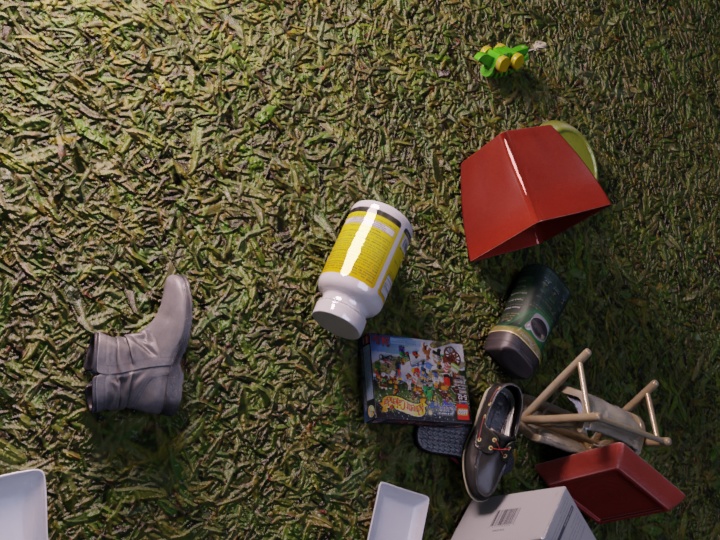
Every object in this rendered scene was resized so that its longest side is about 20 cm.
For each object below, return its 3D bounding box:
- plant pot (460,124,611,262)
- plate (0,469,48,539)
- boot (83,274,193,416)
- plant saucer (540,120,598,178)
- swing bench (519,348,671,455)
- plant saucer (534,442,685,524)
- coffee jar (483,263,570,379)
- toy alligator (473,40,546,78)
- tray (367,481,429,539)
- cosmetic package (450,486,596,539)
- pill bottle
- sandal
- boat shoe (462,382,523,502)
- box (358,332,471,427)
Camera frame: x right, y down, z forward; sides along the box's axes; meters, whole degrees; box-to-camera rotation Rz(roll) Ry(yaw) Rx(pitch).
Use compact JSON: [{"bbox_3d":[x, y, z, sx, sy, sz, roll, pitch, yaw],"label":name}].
[{"bbox_3d":[0.292,-0.148,1.513,0.196,0.199,0.180,-14,79,-34],"label":"plant pot"},{"bbox_3d":[-0.475,0.356,1.007,0.196,0.032,0.205,-3,85,-34],"label":"plate"},{"bbox_3d":[-0.303,0.095,1.146,0.129,0.069,0.205,11,72,-26],"label":"boot"},{"bbox_3d":[0.417,-0.207,1.694,0.196,0.031,0.206,6,79,-32],"label":"plant saucer"},{"bbox_3d":[0.406,0.263,1.502,0.196,0.199,0.132,21,50,-28],"label":"swing bench"},{"bbox_3d":[0.447,0.395,1.515,0.199,0.198,0.037,39,47,-22],"label":"plant saucer"},{"bbox_3d":[0.304,0.094,1.537,0.104,0.085,0.202,45,60,-23],"label":"coffee jar"},{"bbox_3d":[0.289,-0.405,1.630,0.197,0.059,0.055,-19,135,-35],"label":"toy alligator"},{"bbox_3d":[0.046,0.452,1.346,0.106,0.022,0.205,24,70,-29],"label":"tray"},{"bbox_3d":[0.285,0.482,1.382,0.203,0.197,0.123,59,42,-11],"label":"cosmetic package"},{"bbox_3d":[0.000,0.000,1.333,0.112,0.112,0.203,36,65,-23],"label":"pill bottle"},{"bbox_3d":[0.177,0.302,1.451,0.196,0.045,0.077,19,66,-15],"label":"sandal"},{"bbox_3d":[0.224,0.286,1.416,0.072,0.063,0.205,24,67,-13],"label":"boat shoe"},{"bbox_3d":[0.091,0.184,1.392,0.196,0.038,0.140,9,65,-32],"label":"box"}]
